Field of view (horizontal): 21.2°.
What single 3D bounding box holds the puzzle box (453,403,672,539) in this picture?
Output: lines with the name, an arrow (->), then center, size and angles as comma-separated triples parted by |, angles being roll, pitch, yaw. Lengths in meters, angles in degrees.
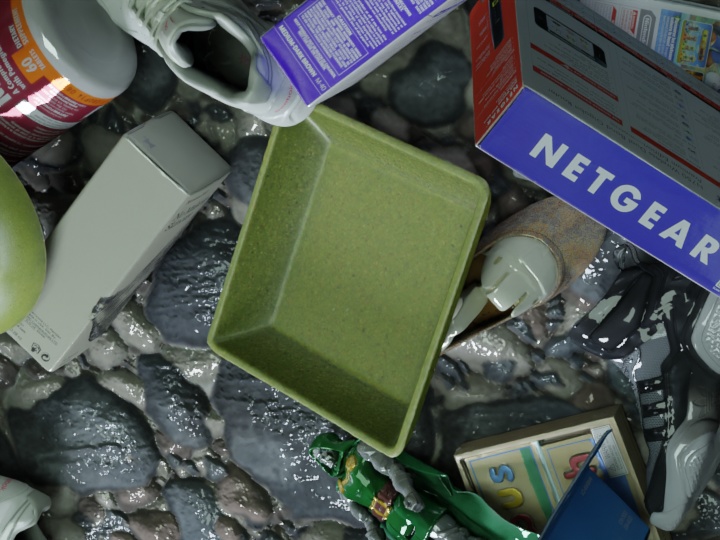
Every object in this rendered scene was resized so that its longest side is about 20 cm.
puzzle box -> 0.161, 0.205, 1.413 | 0.132, 0.025, 0.201 | -17, 101, 26

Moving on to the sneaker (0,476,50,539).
sneaker -> -0.298, 0.261, 1.580 | 0.099, 0.078, 0.201 | 15, 114, 13

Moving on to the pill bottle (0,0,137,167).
pill bottle -> -0.270, -0.134, 1.421 | 0.199, 0.110, 0.110 | -30, 95, 27

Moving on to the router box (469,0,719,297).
router box -> 0.160, -0.086, 1.173 | 0.199, 0.180, 0.049 | 31, 118, -15

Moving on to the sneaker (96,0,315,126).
sneaker -> -0.120, -0.175, 1.342 | 0.200, 0.099, 0.078 | 33, 103, 19

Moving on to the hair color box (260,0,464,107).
hair color box -> 0.039, -0.196, 1.276 | 0.200, 0.109, 0.065 | -33, 92, 27

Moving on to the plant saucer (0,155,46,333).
plant saucer -> -0.325, -0.029, 1.418 | 0.199, 0.031, 0.201 | 13, 125, 20

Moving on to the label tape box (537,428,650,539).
label tape box -> 0.142, 0.229, 1.316 | 0.066, 0.143, 0.201 | 26, 126, 12

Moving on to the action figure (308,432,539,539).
action figure -> 0.040, 0.185, 1.430 | 0.200, 0.055, 0.119 | 37, 125, 22

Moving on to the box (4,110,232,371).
box -> -0.188, -0.021, 1.444 | 0.068, 0.082, 0.200 | 43, 119, 4

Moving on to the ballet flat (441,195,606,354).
ballet flat -> 0.088, 0.017, 1.353 | 0.200, 0.067, 0.068 | -35, 102, 28

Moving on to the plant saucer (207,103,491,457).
plant saucer -> 0.000, 0.000, 1.351 | 0.199, 0.048, 0.201 | 28, 105, 37

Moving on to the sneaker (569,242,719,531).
sneaker -> 0.200, 0.076, 1.331 | 0.113, 0.075, 0.201 | 20, 116, 23

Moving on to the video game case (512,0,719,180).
video game case -> 0.209, -0.109, 1.291 | 0.199, 0.018, 0.144 | 15, 112, 17
